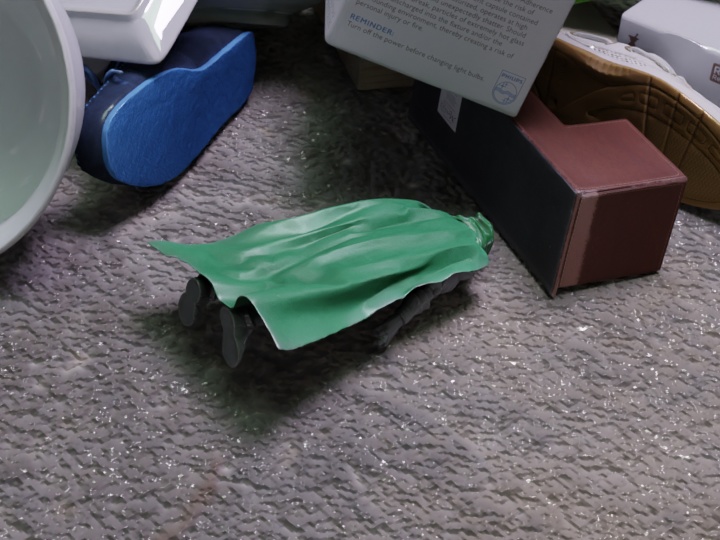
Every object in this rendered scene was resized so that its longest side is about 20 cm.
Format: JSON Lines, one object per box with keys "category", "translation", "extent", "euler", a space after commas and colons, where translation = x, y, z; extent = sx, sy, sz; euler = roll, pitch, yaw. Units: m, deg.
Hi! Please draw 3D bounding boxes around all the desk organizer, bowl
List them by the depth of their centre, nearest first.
{"category": "bowl", "translation": [-0.229, -0.103, 0.803], "extent": [0.199, 0.203, 0.090], "euler": [16, 15, 13]}
{"category": "desk organizer", "translation": [0.108, -0.077, 0.891], "extent": [0.076, 0.072, 0.200], "euler": [-9, 40, -23]}

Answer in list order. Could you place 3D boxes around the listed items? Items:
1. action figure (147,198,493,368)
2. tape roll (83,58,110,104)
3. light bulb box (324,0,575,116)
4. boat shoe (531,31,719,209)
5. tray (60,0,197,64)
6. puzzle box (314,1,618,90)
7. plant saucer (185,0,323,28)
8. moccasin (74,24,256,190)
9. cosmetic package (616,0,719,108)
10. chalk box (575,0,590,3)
{"category": "action figure", "translation": [0.000, 0.000, 0.787], "extent": [0.199, 0.055, 0.118], "euler": [-15, 40, -36]}
{"category": "tape roll", "translation": [-0.256, -0.140, 0.949], "extent": [0.201, 0.037, 0.204], "euler": [4, 38, -3]}
{"category": "light bulb box", "translation": [0.072, -0.235, 0.851], "extent": [0.124, 0.201, 0.199], "euler": [19, 30, -13]}
{"category": "boat shoe", "translation": [0.184, -0.110, 0.944], "extent": [0.069, 0.071, 0.200], "euler": [-21, 47, -40]}
{"category": "tray", "translation": [-0.178, -0.179, 0.886], "extent": [0.199, 0.022, 0.108], "euler": [9, 63, 31]}
{"category": "puzzle box", "translation": [0.074, -0.181, 1.060], "extent": [0.198, 0.026, 0.133], "euler": [-6, 39, -15]}
{"category": "plant saucer", "translation": [-0.101, -0.192, 0.993], "extent": [0.198, 0.051, 0.200], "euler": [2, 8, 0]}
{"category": "moccasin", "translation": [-0.129, -0.101, 0.898], "extent": [0.068, 0.081, 0.200], "euler": [12, 23, 16]}
{"category": "cosmetic package", "translation": [0.267, -0.167, 1.033], "extent": [0.101, 0.074, 0.200], "euler": [28, 44, 28]}
{"category": "chalk box", "translation": [0.187, -0.268, 1.034], "extent": [0.199, 0.125, 0.125], "euler": [-6, 24, 30]}
